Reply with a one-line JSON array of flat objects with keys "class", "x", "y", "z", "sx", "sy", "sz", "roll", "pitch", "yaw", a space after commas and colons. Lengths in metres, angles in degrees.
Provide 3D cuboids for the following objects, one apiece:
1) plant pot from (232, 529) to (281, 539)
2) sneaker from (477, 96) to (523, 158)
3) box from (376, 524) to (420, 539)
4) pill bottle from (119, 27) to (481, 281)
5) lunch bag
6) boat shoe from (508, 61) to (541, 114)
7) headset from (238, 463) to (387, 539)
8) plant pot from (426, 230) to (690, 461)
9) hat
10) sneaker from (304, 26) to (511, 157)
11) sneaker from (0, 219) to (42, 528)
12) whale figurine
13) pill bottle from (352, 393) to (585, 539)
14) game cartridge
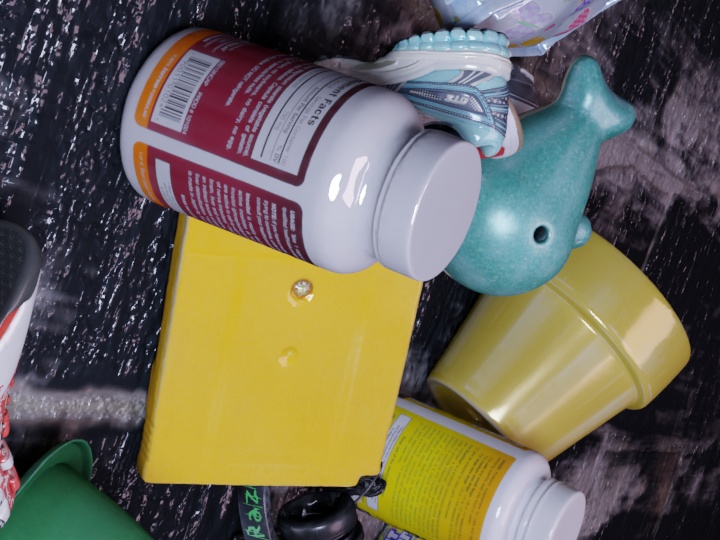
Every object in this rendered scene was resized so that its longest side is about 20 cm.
[{"class": "plant pot", "x": -0.026, "y": 0.338, "z": 1.356, "sx": 0.178, "sy": 0.199, "sz": 0.200, "roll": -61, "pitch": 156, "yaw": 10}, {"class": "sneaker", "x": 0.034, "y": -0.094, "z": 1.149, "sx": 0.112, "sy": 0.200, "sz": 0.072, "roll": -23, "pitch": 99, "yaw": -11}, {"class": "box", "x": 0.084, "y": 0.321, "z": 1.627, "sx": 0.200, "sy": 0.122, "sz": 0.193, "roll": -54, "pitch": 150, "yaw": -29}, {"class": "pill bottle", "x": -0.035, "y": -0.065, "z": 0.993, "sx": 0.113, "sy": 0.199, "sz": 0.113, "roll": -44, "pitch": 146, "yaw": -41}, {"class": "lunch bag", "x": 0.088, "y": -0.238, "z": 1.115, "sx": 0.127, "sy": 0.170, "sz": 0.200, "roll": -32, "pitch": 170, "yaw": 30}, {"class": "boat shoe", "x": 0.087, "y": -0.153, "z": 1.335, "sx": 0.200, "sy": 0.071, "sz": 0.068, "roll": 15, "pitch": 63, "yaw": -52}, {"class": "headset", "x": -0.043, "y": 0.172, "z": 1.313, "sx": 0.200, "sy": 0.094, "sz": 0.124, "roll": 8, "pitch": 80, "yaw": -59}, {"class": "plant pot", "x": 0.170, "y": 0.080, "z": 1.549, "sx": 0.189, "sy": 0.201, "sz": 0.201, "roll": -44, "pitch": 149, "yaw": -13}, {"class": "hat", "x": -0.132, "y": 0.206, "z": 0.998, "sx": 0.200, "sy": 0.175, "sz": 0.166, "roll": -59, "pitch": 169, "yaw": -26}, {"class": "sneaker", "x": 0.003, "y": -0.091, "z": 1.061, "sx": 0.077, "sy": 0.199, "sz": 0.087, "roll": 13, "pitch": 68, "yaw": -56}, {"class": "sneaker", "x": -0.215, "y": 0.074, "z": 0.900, "sx": 0.202, "sy": 0.067, "sz": 0.108, "roll": -63, "pitch": 156, "yaw": -5}, {"class": "whale figurine", "x": 0.138, "y": -0.069, "z": 1.287, "sx": 0.200, "sy": 0.104, "sz": 0.159, "roll": -46, "pitch": 120, "yaw": -4}, {"class": "pill bottle", "x": 0.088, "y": 0.187, "z": 1.435, "sx": 0.109, "sy": 0.199, "sz": 0.110, "roll": -43, "pitch": 145, "yaw": -42}, {"class": "game cartridge", "x": -0.052, "y": 0.052, "z": 1.135, "sx": 0.175, "sy": 0.032, "sz": 0.201, "roll": 4, "pitch": 111, "yaw": -22}]
